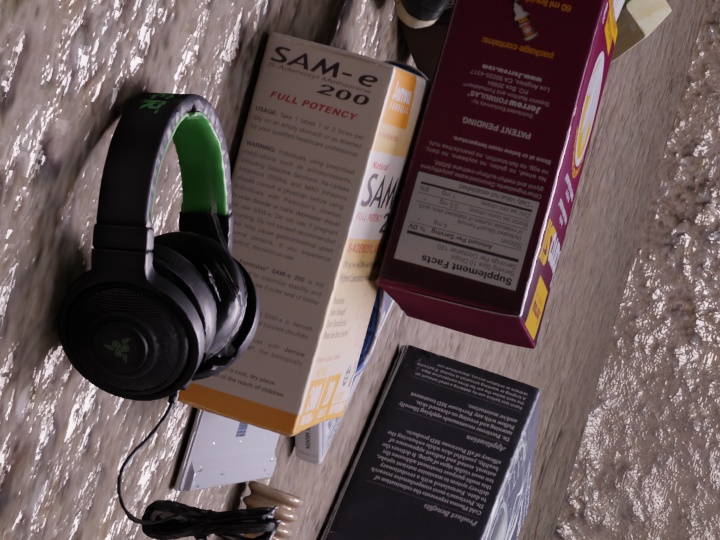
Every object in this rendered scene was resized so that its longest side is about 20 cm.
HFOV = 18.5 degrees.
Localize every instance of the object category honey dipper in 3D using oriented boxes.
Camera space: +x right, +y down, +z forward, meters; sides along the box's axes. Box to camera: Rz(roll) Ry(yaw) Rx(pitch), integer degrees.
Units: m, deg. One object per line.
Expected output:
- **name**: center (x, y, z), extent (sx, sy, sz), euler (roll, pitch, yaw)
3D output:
- **honey dipper**: center (-0.086, 0.230, 1.371), extent (0.038, 0.038, 0.201), euler (37, 73, -77)

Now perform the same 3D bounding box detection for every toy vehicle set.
- **toy vehicle set**: center (0.129, -0.130, 1.592), extent (0.200, 0.027, 0.124), euler (-36, -178, 21)

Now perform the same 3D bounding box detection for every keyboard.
- **keyboard**: center (-0.073, 0.099, 1.315), extent (0.200, 0.011, 0.057), euler (14, 88, -78)

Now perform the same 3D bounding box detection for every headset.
- **headset**: center (-0.076, 0.022, 0.994), extent (0.123, 0.093, 0.202), euler (-19, 114, -75)

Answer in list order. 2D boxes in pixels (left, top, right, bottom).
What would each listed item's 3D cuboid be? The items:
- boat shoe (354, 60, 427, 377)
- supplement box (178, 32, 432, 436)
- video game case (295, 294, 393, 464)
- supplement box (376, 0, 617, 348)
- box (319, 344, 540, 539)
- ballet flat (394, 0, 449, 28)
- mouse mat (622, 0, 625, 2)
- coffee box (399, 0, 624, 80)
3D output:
- **boat shoe**: center (-0.007, -0.027, 1.325), extent (0.072, 0.072, 0.201), euler (123, -14, -75)
- **supplement box**: center (-0.028, -0.019, 1.202), extent (0.126, 0.073, 0.202), euler (-6, 112, -78)
- **video game case**: center (0.000, 0.000, 1.475), extent (0.182, 0.023, 0.201), euler (90, 20, -51)
- **supplement box**: center (0.081, -0.068, 1.260), extent (0.110, 0.085, 0.202), euler (50, 55, -76)
- **box**: center (0.055, 0.204, 1.765), extent (0.201, 0.123, 0.197), euler (88, 24, -56)
- **ballet flat**: center (0.031, -0.216, 1.305), extent (0.201, 0.056, 0.067), euler (94, -19, -56)
- **mouse mat**: center (0.160, -0.215, 1.581), extent (0.199, 0.008, 0.162), euler (-32, -151, 31)
- **coffee box**: center (0.117, -0.206, 1.485), extent (0.201, 0.112, 0.080), euler (-66, 149, -33)
